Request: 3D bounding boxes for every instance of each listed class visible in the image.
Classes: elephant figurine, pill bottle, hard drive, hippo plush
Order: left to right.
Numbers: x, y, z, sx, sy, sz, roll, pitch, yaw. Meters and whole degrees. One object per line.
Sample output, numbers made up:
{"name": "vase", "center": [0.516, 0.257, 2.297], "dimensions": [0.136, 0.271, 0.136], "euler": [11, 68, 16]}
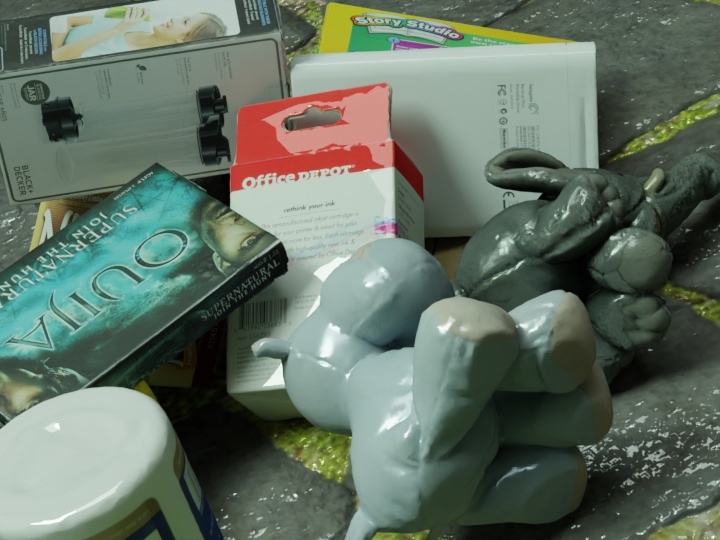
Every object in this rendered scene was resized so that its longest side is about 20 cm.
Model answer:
{"name": "pill bottle", "center": [-0.118, 0.168, 1.020], "dimensions": [0.111, 0.200, 0.111], "euler": [-14, 32, 9]}
{"name": "hippo plush", "center": [0.036, 0.073, 1.125], "dimensions": [0.161, 0.159, 0.200], "euler": [41, 106, 49]}
{"name": "hard drive", "center": [0.059, -0.085, 1.319], "dimensions": [0.200, 0.132, 0.027], "euler": [-2, 29, 6]}
{"name": "elephant figurine", "center": [0.138, -0.019, 1.258], "dimensions": [0.142, 0.155, 0.200], "euler": [-56, 7, 26]}

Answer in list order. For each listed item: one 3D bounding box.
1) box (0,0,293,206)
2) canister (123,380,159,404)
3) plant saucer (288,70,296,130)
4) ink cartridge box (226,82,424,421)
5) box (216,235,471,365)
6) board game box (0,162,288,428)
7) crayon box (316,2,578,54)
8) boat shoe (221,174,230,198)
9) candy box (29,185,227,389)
{"name": "box", "center": [-0.147, -0.117, 1.320], "dimensions": [0.200, 0.117, 0.060], "euler": [-9, 44, -3]}
{"name": "canister", "center": [-0.214, 0.150, 1.185], "dimensions": [0.200, 0.087, 0.149], "euler": [-14, 53, 5]}
{"name": "plant saucer", "center": [-0.134, -0.117, 1.463], "dimensions": [0.200, 0.035, 0.200], "euler": [3, 27, -2]}
{"name": "ink cartridge box", "center": [-0.021, -0.012, 1.273], "dimensions": [0.116, 0.067, 0.200], "euler": [-7, 68, 19]}
{"name": "box", "center": [0.000, 0.000, 1.377], "dimensions": [0.200, 0.021, 0.164], "euler": [-7, 35, 19]}
{"name": "board game box", "center": [-0.160, 0.020, 1.215], "dimensions": [0.200, 0.028, 0.135], "euler": [-38, 45, -23]}
{"name": "crayon box", "center": [0.063, -0.118, 1.417], "dimensions": [0.200, 0.058, 0.173], "euler": [9, 32, 0]}
{"name": "boat shoe", "center": [-0.090, -0.110, 1.554], "dimensions": [0.074, 0.060, 0.200], "euler": [-15, 33, 4]}
{"name": "candy box", "center": [-0.162, -0.004, 1.376], "dimensions": [0.055, 0.116, 0.200], "euler": [8, 12, -37]}
